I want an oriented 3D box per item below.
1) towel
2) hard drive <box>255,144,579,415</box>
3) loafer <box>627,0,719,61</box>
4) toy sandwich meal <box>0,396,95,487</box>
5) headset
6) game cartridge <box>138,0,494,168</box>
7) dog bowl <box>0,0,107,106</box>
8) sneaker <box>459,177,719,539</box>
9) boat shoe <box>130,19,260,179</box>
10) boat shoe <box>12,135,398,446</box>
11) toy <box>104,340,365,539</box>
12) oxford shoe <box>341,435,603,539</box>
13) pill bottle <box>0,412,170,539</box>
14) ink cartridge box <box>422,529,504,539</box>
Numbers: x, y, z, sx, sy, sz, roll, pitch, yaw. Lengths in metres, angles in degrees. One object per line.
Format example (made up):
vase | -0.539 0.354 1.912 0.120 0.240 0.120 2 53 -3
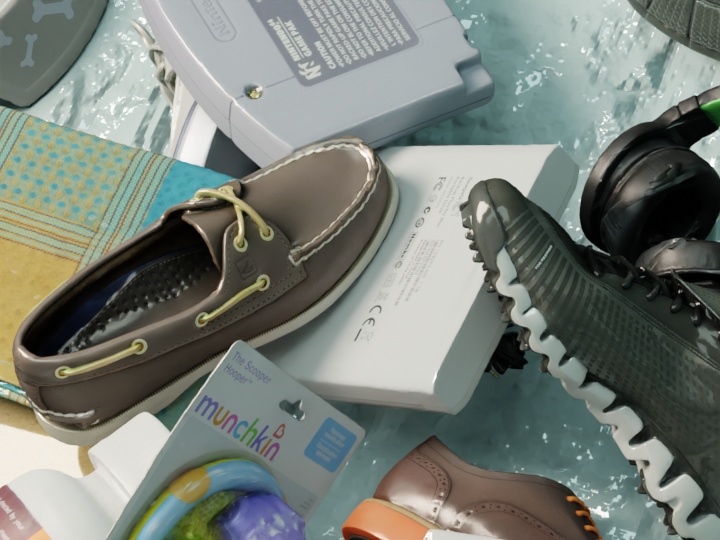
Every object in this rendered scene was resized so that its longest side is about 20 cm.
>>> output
towel | -0.141 -0.001 1.118 0.199 0.022 0.147 17 61 18
hard drive | 0.000 0.000 1.102 0.199 0.026 0.132 2 57 50
loafer | 0.225 -0.131 1.144 0.199 0.063 0.072 15 108 27
toy sandwich meal | -0.179 0.109 1.121 0.203 0.070 0.207 -8 58 13
headset | 0.137 -0.012 1.072 0.199 0.094 0.124 -34 53 17
game cartridge | -0.038 -0.136 1.169 0.132 0.042 0.201 -24 60 -14
dog bowl | -0.240 -0.168 1.316 0.198 0.059 0.202 -8 59 14
sneaker | 0.124 0.027 1.003 0.090 0.200 0.067 -36 15 9
boat shoe | -0.079 -0.112 1.218 0.085 0.075 0.203 6 60 21
boat shoe | -0.068 -0.001 1.057 0.199 0.060 0.072 -35 56 -12
toy | -0.065 0.139 0.935 0.047 0.115 0.201 33 86 34
oxford shoe | 0.087 0.128 1.022 0.199 0.071 0.073 24 65 29
pill bottle | -0.145 0.154 0.995 0.199 0.110 0.110 -36 55 -12
ink cartridge box | 0.104 0.183 0.902 0.145 0.200 0.085 7 63 21
